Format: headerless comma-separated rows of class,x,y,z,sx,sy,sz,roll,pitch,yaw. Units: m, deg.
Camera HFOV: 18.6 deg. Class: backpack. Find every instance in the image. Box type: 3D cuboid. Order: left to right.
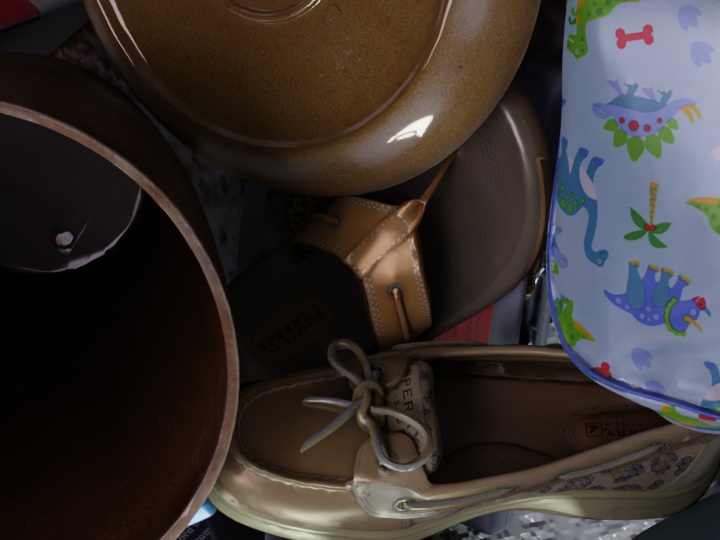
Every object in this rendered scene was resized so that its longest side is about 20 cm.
backpack,0.134,-0.045,0.725,0.162,0.154,0.201,16,130,20

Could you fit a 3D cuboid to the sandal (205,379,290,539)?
sandal,-0.003,0.124,0.813,0.043,0.076,0.201,100,149,-61

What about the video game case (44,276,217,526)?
video game case,-0.148,0.078,0.865,0.199,0.144,0.018,-24,127,12

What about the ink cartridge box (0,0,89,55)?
ink cartridge box,-0.206,-0.167,0.886,0.084,0.144,0.201,-34,89,36

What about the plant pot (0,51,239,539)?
plant pot,-0.132,-0.003,0.805,0.185,0.200,0.188,0,112,0

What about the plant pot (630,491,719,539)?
plant pot,0.172,0.142,0.765,0.199,0.141,0.142,-13,101,39

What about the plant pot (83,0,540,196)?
plant pot,-0.029,-0.121,0.769,0.199,0.027,0.202,10,111,28

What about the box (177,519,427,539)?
box,-0.055,0.159,0.922,0.199,0.107,0.149,31,137,21

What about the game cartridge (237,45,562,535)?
game cartridge,0.013,-0.004,0.875,0.132,0.041,0.201,22,119,30

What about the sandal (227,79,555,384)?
sandal,0.000,0.000,0.829,0.200,0.054,0.081,-39,85,38

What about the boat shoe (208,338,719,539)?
boat shoe,0.040,0.054,0.797,0.063,0.198,0.074,106,156,-56
